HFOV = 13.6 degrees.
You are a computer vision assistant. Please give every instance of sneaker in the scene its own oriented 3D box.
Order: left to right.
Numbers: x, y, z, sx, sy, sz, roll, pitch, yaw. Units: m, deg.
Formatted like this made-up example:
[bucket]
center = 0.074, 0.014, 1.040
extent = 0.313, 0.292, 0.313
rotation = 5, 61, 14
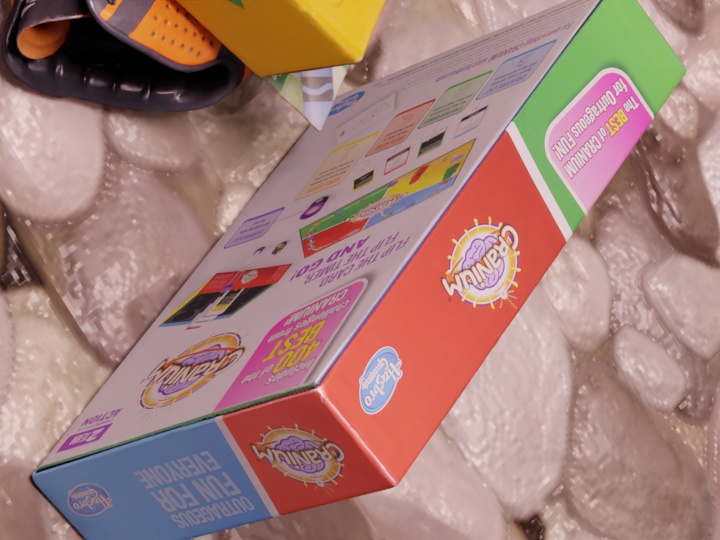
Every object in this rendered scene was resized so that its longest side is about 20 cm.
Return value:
[sneaker]
center = -0.096, -0.132, 0.977
extent = 0.200, 0.077, 0.112
rotation = 43, 53, -23

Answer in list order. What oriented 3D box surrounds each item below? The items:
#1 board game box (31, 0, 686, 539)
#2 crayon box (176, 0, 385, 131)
[board game box]
center = 0.000, 0.000, 0.970
extent = 0.040, 0.153, 0.200
rotation = 50, 52, -17
[crayon box]
center = -0.036, -0.153, 0.961
extent = 0.200, 0.051, 0.126
rotation = 42, 58, -36
